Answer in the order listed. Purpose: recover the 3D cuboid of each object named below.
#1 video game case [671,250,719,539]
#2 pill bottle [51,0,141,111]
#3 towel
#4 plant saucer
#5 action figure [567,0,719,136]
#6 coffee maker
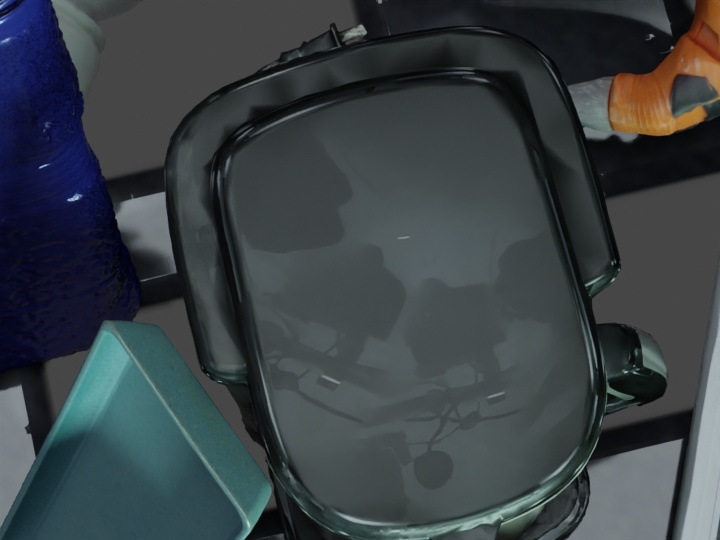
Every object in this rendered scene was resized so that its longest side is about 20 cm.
[{"bbox_3d":[0.215,0.033,0.819,0.198,0.022,0.183,10,78,5],"label":"video game case"},{"bbox_3d":[-0.109,-0.154,0.822,0.112,0.113,0.201,16,79,5],"label":"pill bottle"},{"bbox_3d":[-0.152,-0.026,0.756,0.147,0.200,0.050,-14,60,-3],"label":"towel"},{"bbox_3d":[-0.073,0.080,0.736,0.019,0.200,0.070,-31,77,-29],"label":"plant saucer"},{"bbox_3d":[0.138,-0.122,0.786,0.192,0.105,0.201,-8,119,-9],"label":"action figure"},{"bbox_3d":[0.000,0.000,0.741,0.134,0.200,0.192,-37,79,-7],"label":"coffee maker"}]
